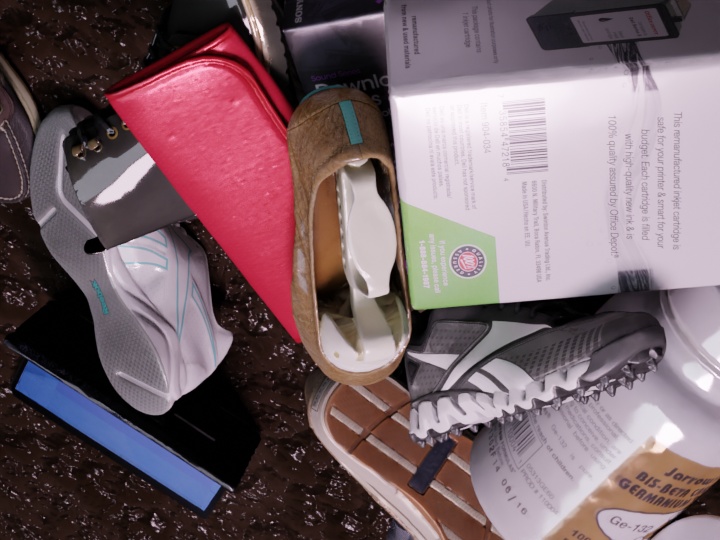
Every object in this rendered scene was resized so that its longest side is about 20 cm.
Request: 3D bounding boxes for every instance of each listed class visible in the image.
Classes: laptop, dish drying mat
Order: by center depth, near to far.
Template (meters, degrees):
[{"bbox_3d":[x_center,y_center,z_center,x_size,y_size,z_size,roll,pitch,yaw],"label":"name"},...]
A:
[{"bbox_3d":[-0.050,-0.041,1.078,0.076,0.018,0.200,-27,130,11],"label":"dish drying mat"},{"bbox_3d":[-0.168,0.111,1.390,0.177,0.200,0.104,32,101,-2],"label":"laptop"}]

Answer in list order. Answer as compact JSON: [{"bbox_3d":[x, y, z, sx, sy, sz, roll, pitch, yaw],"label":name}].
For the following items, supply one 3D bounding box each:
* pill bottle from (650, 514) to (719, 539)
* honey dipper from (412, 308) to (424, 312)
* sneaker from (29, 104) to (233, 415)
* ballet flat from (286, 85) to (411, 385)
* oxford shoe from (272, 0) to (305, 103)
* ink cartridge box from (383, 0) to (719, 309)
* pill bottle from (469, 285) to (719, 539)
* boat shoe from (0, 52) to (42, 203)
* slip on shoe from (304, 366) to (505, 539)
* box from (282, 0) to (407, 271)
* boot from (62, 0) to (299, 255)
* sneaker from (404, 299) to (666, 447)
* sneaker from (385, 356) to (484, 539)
[{"bbox_3d":[0.248,0.210,1.173,0.113,0.114,0.199,-16,150,40],"label":"pill bottle"},{"bbox_3d":[0.074,0.034,1.230,0.199,0.038,0.038,19,137,9],"label":"honey dipper"},{"bbox_3d":[-0.146,-0.014,1.292,0.070,0.080,0.202,-10,105,46],"label":"sneaker"},{"bbox_3d":[0.000,0.000,1.064,0.067,0.072,0.201,-12,128,-13],"label":"ballet flat"},{"bbox_3d":[-0.018,-0.123,1.117,0.075,0.058,0.201,12,136,18],"label":"oxford shoe"},{"bbox_3d":[0.117,-0.066,1.020,0.198,0.084,0.146,-5,132,2],"label":"ink cartridge box"},{"bbox_3d":[0.161,0.075,1.137,0.114,0.115,0.200,37,122,-6],"label":"pill bottle"},{"bbox_3d":[-0.254,-0.116,1.255,0.073,0.065,0.201,1,131,28],"label":"boat shoe"},{"bbox_3d":[0.042,0.126,1.223,0.200,0.076,0.061,39,172,-21],"label":"slip on shoe"},{"bbox_3d":[0.052,-0.073,1.094,0.142,0.036,0.201,-11,129,12],"label":"box"},{"bbox_3d":[-0.107,-0.104,1.065,0.137,0.078,0.201,-18,118,-2],"label":"boot"},{"bbox_3d":[0.081,0.035,1.087,0.200,0.066,0.091,-22,81,55],"label":"sneaker"},{"bbox_3d":[0.031,0.121,1.309,0.113,0.076,0.201,31,132,1],"label":"sneaker"}]
